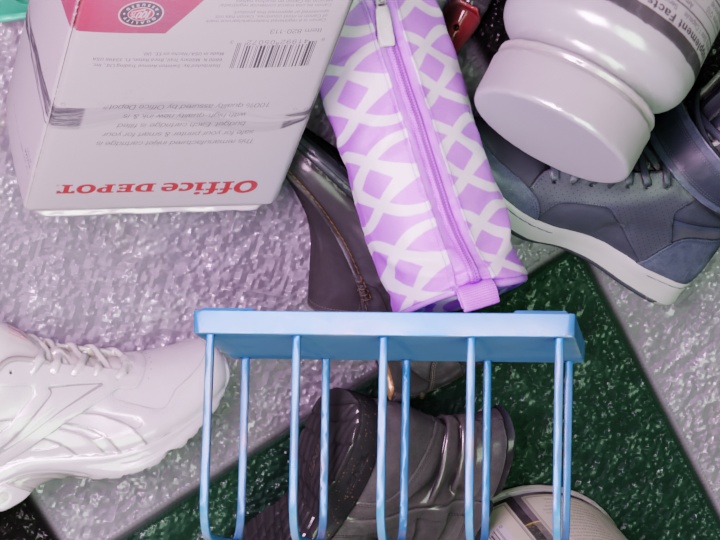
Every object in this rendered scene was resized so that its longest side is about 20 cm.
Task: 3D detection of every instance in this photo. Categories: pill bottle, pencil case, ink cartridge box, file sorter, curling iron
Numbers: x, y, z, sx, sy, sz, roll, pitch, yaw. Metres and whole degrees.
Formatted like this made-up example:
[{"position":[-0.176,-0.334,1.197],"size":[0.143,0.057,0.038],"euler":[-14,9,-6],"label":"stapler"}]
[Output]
[{"position":[0.147,-0.157,1.602],"size":[0.113,0.113,0.201],"euler":[36,75,-28],"label":"pill bottle"},{"position":[0.029,-0.072,1.591],"size":[0.084,0.085,0.201],"euler":[-18,87,-20],"label":"pencil case"},{"position":[-0.097,-0.120,1.528],"size":[0.146,0.083,0.200],"euler":[-2,146,-19],"label":"ink cartridge box"},{"position":[0.018,0.088,1.583],"size":[0.199,0.139,0.123],"euler":[0,83,6],"label":"file sorter"},{"position":[0.050,-0.146,1.654],"size":[0.049,0.026,0.200],"euler":[32,98,-31],"label":"curling iron"}]

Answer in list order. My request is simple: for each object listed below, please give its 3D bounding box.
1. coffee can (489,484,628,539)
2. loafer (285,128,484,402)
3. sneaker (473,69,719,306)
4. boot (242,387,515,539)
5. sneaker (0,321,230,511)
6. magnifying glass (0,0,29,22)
[{"position":[0.131,0.234,1.743],"size":[0.146,0.200,0.147],"euler":[-7,114,-17],"label":"coffee can"},{"position":[0.000,0.000,1.673],"size":[0.072,0.073,0.200],"euler":[-37,118,3],"label":"loafer"},{"position":[0.153,-0.073,1.673],"size":[0.202,0.077,0.146],"euler":[24,124,-36],"label":"sneaker"},{"position":[0.006,0.161,1.735],"size":[0.131,0.070,0.200],"euler":[11,124,-34],"label":"boot"},{"position":[-0.170,0.069,1.637],"size":[0.199,0.078,0.100],"euler":[-20,113,-12],"label":"sneaker"},{"position":[-0.166,-0.148,1.558],"size":[0.199,0.022,0.080],"euler":[3,151,-28],"label":"magnifying glass"}]
